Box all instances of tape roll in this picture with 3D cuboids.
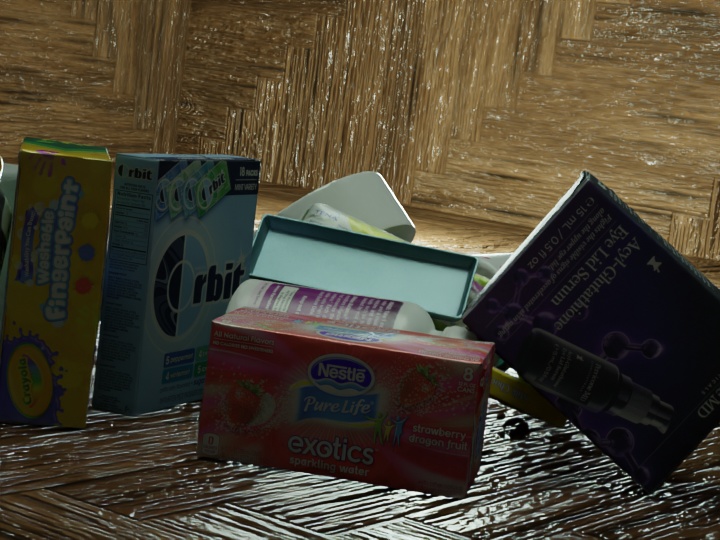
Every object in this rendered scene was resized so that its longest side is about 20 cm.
[{"bbox_3d":[-0.042,-0.016,1.753,0.202,0.071,0.203,-32,-14,-9],"label":"tape roll"}]

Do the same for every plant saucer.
[{"bbox_3d":[0.000,0.000,1.468,0.198,0.070,0.019,12,-36,10],"label":"plant saucer"}]

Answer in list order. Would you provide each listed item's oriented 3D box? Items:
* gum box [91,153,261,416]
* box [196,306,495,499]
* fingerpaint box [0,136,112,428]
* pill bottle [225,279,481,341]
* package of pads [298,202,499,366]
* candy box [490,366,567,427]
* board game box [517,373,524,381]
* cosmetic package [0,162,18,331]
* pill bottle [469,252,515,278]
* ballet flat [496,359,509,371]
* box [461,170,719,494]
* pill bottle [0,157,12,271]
[{"bbox_3d":[-0.147,0.007,1.374,0.044,0.202,0.170,10,8,24],"label":"gum box"},{"bbox_3d":[-0.008,0.092,1.220,0.198,0.104,0.095,9,7,10],"label":"box"},{"bbox_3d":[-0.235,0.005,1.298,0.073,0.202,0.167,6,6,-10],"label":"fingerpaint box"},{"bbox_3d":[-0.006,0.074,1.334,0.198,0.113,0.112,8,7,12],"label":"pill bottle"},{"bbox_3d":[0.032,0.026,1.554,0.199,0.069,0.155,25,-18,16],"label":"package of pads"},{"bbox_3d":[0.080,0.081,1.445,0.199,0.027,0.102,25,0,-6],"label":"candy box"},{"bbox_3d":[0.188,0.076,1.451,0.101,0.048,0.200,14,-16,12],"label":"board game box"},{"bbox_3d":[-0.390,-0.015,1.457,0.166,0.168,0.200,10,8,25],"label":"cosmetic package"},{"bbox_3d":[0.159,0.038,1.814,0.113,0.114,0.199,11,8,31],"label":"pill bottle"},{"bbox_3d":[0.054,0.074,1.676,0.198,0.068,0.075,11,-15,-1],"label":"ballet flat"},{"bbox_3d":[0.198,0.045,1.287,0.200,0.148,0.104,41,10,3],"label":"box"},{"bbox_3d":[-0.321,-0.009,1.262,0.105,0.201,0.107,4,-35,3],"label":"pill bottle"}]
